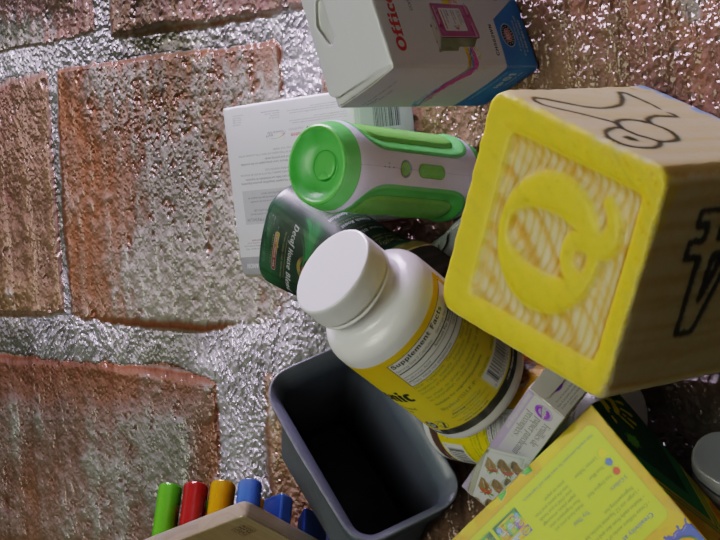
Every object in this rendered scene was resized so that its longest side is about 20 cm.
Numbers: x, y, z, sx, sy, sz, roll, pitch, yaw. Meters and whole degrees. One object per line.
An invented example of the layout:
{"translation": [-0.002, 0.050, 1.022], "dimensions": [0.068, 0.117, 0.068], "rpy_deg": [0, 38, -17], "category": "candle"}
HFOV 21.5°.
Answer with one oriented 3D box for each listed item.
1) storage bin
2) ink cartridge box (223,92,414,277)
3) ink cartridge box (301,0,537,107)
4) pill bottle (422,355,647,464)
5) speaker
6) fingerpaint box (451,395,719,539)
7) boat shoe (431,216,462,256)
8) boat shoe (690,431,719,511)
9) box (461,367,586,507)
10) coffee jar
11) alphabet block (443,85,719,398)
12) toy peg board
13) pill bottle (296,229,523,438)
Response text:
{"translation": [0.002, 0.192, 1.875], "dimensions": [0.201, 0.145, 0.135], "rpy_deg": [57, 157, 25], "category": "storage bin"}
{"translation": [-0.038, -0.087, 1.907], "dimensions": [0.199, 0.083, 0.178], "rpy_deg": [-2, 95, 47], "category": "ink cartridge box"}
{"translation": [0.050, -0.229, 1.715], "dimensions": [0.084, 0.199, 0.146], "rpy_deg": [-30, 74, 44], "category": "ink cartridge box"}
{"translation": [0.157, 0.127, 1.709], "dimensions": [0.199, 0.109, 0.111], "rpy_deg": [4, 97, 46], "category": "pill bottle"}
{"translation": [0.026, -0.090, 1.751], "dimensions": [0.088, 0.199, 0.090], "rpy_deg": [-2, 87, 42], "category": "speaker"}
{"translation": [0.192, 0.232, 1.586], "dimensions": [0.167, 0.073, 0.200], "rpy_deg": [49, 115, 15], "category": "fingerpaint box"}
{"translation": [0.086, 0.006, 1.797], "dimensions": [0.070, 0.071, 0.202], "rpy_deg": [53, 128, 28], "category": "boat shoe"}
{"translation": [0.353, 0.210, 1.549], "dimensions": [0.199, 0.071, 0.070], "rpy_deg": [30, 148, 29], "category": "boat shoe"}
{"translation": [0.137, 0.143, 1.607], "dimensions": [0.039, 0.041, 0.200], "rpy_deg": [39, 149, 9], "category": "box"}
{"translation": [0.000, 0.000, 1.768], "dimensions": [0.199, 0.085, 0.105], "rpy_deg": [29, 120, 35], "category": "coffee jar"}
{"translation": [0.216, -0.031, 1.564], "dimensions": [0.195, 0.199, 0.198], "rpy_deg": [29, 115, 41], "category": "alphabet block"}
{"translation": [-0.114, 0.275, 1.969], "dimensions": [0.198, 0.199, 0.099], "rpy_deg": [-25, 46, 36], "category": "toy peg board"}
{"translation": [0.041, 0.051, 1.630], "dimensions": [0.111, 0.200, 0.112], "rpy_deg": [-30, 39, 28], "category": "pill bottle"}
